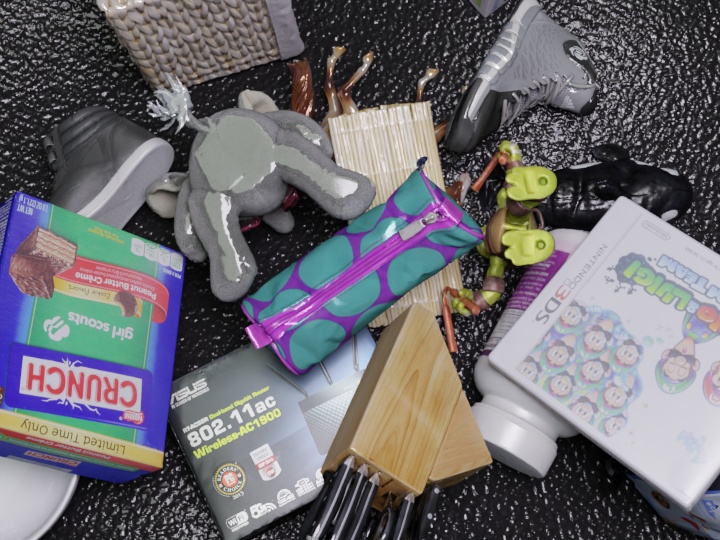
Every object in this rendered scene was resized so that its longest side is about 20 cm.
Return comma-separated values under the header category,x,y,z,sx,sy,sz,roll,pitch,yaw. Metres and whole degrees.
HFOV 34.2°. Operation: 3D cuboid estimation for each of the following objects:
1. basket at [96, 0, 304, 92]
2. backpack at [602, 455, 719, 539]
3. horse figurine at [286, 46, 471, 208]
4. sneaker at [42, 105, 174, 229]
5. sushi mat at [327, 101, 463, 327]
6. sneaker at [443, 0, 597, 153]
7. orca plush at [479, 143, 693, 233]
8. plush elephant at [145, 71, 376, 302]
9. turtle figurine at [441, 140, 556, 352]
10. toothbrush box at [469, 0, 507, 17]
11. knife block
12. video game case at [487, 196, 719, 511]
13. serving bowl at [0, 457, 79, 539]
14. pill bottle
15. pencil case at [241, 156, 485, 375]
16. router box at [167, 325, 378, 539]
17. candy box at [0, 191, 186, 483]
category,x,y,z,sx,sy,sz,roll,pitch,yaw
basket,-0.160,-0.296,1.075,0.160,0.200,0.199,-18,76,1
backpack,0.332,0.154,0.964,0.154,0.190,0.200,44,80,-7
horse figurine,0.018,-0.134,1.102,0.199,0.050,0.133,16,89,-5
sneaker,-0.272,-0.068,1.086,0.099,0.071,0.200,41,86,24
sushi mat,0.035,-0.052,1.074,0.095,0.012,0.201,-11,94,-1
sneaker,0.162,-0.165,1.086,0.115,0.075,0.200,31,58,-1
orca plush,0.213,-0.083,1.083,0.199,0.071,0.106,17,76,4
plush elephant,-0.105,-0.082,1.051,0.165,0.155,0.200,-42,87,0
turtle figurine,0.126,-0.024,1.009,0.064,0.161,0.201,19,81,-5
toothbrush box,0.175,-0.357,1.114,0.200,0.146,0.086,-37,79,-9
knife block,0.008,0.138,0.935,0.175,0.064,0.201,-9,69,-32
video game case,0.233,0.059,0.931,0.200,0.024,0.182,37,81,28
serving bowl,-0.335,0.159,1.024,0.199,0.066,0.201,0,75,0
pill bottle,0.168,0.074,1.023,0.112,0.112,0.200,27,78,6
pencil case,0.000,0.000,0.966,0.200,0.092,0.085,-37,85,7
router box,-0.060,0.132,1.033,0.199,0.062,0.150,-27,76,-7
candy box,-0.243,0.059,0.975,0.169,0.077,0.201,22,59,-34
